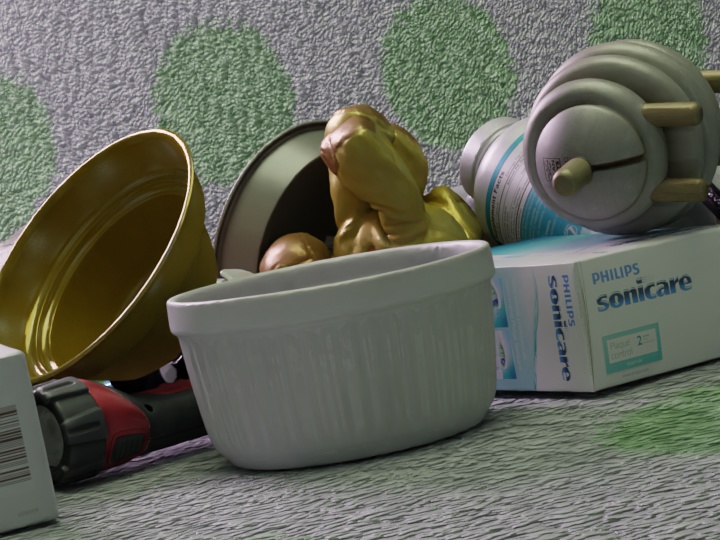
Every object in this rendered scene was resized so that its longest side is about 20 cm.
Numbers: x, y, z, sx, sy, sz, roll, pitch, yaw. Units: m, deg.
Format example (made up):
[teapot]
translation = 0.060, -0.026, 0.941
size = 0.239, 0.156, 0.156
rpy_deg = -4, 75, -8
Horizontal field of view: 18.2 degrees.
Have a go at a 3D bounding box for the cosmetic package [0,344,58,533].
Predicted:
[cosmetic package]
translation = -0.239, 0.097, 1.342
size = 0.074, 0.102, 0.200
rpy_deg = -12, 4, -19

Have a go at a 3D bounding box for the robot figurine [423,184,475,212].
[robot figurine]
translation = 0.104, -0.017, 1.885
size = 0.200, 0.113, 0.170
rpy_deg = -14, -29, -25

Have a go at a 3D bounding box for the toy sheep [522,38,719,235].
[toy sheep]
translation = 0.171, -0.084, 1.447
size = 0.138, 0.138, 0.200
rpy_deg = -8, 9, 29

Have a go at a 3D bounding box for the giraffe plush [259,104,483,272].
[giraffe plush]
translation = 0.000, 0.000, 1.654
size = 0.162, 0.200, 0.173
rpy_deg = -39, -22, 12

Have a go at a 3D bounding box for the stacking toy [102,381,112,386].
[stacking toy]
translation = -0.153, -0.004, 1.754
size = 0.109, 0.201, 0.116
rpy_deg = -10, 4, 13

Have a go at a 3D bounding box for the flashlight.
[flashlight]
translation = -0.128, 0.085, 1.446
size = 0.200, 0.068, 0.068
rpy_deg = -16, -2, -44

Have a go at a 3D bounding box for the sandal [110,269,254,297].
[sandal]
translation = -0.099, 0.022, 1.583
size = 0.206, 0.059, 0.079
rpy_deg = 26, -15, 18

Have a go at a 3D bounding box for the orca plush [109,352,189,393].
[orca plush]
translation = -0.166, 0.076, 1.611
size = 0.200, 0.105, 0.071
rpy_deg = 21, 65, 44

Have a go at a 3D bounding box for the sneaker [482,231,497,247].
[sneaker]
translation = 0.106, 0.006, 1.723
size = 0.200, 0.090, 0.067
rpy_deg = -7, 3, 29

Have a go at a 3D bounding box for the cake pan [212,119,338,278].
[cake pan]
translation = -0.033, -0.015, 1.739
size = 0.037, 0.201, 0.200
rpy_deg = 18, 22, 39

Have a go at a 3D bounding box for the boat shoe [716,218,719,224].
[boat shoe]
translation = 0.289, -0.009, 1.619
size = 0.201, 0.072, 0.061
rpy_deg = -5, 3, 30

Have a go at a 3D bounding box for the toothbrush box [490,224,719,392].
[toothbrush box]
translation = 0.135, 0.024, 1.468
size = 0.146, 0.086, 0.200
rpy_deg = -12, 4, -36

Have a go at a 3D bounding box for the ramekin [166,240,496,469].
[ramekin]
translation = -0.011, 0.051, 1.357
size = 0.200, 0.105, 0.200
rpy_deg = -10, 5, 1

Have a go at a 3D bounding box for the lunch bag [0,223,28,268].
[lunch bag]
translation = -0.295, 0.039, 2.032
size = 0.168, 0.140, 0.200
rpy_deg = -35, 18, -37

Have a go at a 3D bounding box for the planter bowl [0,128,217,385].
[planter bowl]
translation = -0.156, 0.011, 1.502
size = 0.083, 0.201, 0.200
rpy_deg = 39, -27, -31

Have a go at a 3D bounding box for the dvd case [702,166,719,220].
[dvd case]
translation = 0.329, -0.031, 1.508
size = 0.199, 0.018, 0.143
rpy_deg = 8, 18, -13

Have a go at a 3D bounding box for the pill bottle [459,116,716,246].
[pill bottle]
translation = 0.158, -0.046, 1.643
size = 0.111, 0.111, 0.200
rpy_deg = -13, 31, -31
